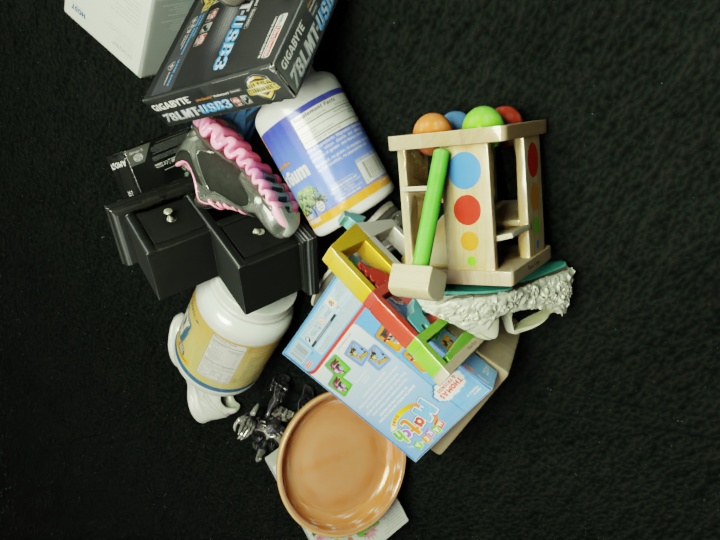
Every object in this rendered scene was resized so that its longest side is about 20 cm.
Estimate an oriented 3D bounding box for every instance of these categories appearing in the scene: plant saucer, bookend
[{"bbox_3d":[-0.028,0.270,0.913,0.204,0.198,0.037,63,160,-10],"label":"plant saucer"},{"bbox_3d":[-0.183,-0.027,0.794,0.199,0.196,0.094,47,150,38],"label":"bookend"}]

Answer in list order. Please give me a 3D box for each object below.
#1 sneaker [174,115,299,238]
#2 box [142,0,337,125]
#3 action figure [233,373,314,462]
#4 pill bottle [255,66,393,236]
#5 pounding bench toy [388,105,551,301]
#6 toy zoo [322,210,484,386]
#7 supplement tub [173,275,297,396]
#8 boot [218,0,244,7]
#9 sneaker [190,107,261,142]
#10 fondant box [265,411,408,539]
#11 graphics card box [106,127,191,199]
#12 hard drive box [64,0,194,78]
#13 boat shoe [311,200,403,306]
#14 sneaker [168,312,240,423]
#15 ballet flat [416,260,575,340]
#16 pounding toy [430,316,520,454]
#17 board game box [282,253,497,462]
[{"bbox_3d":[-0.151,-0.098,0.760,0.096,0.079,0.201,-46,69,11],"label":"sneaker"},{"bbox_3d":[-0.119,-0.257,0.683,0.195,0.204,0.050,0,151,37],"label":"box"},{"bbox_3d":[-0.145,0.259,1.037,0.117,0.103,0.202,31,128,3],"label":"action figure"},{"bbox_3d":[-0.053,-0.154,0.739,0.111,0.112,0.203,-25,99,41],"label":"pill bottle"},{"bbox_3d":[0.092,-0.071,0.609,0.122,0.199,0.161,2,104,33],"label":"pounding bench toy"},{"bbox_3d":[0.044,0.014,0.666,0.200,0.130,0.021,46,124,12],"label":"toy zoo"},{"bbox_3d":[-0.181,0.072,0.931,0.144,0.144,0.201,41,131,8],"label":"supplement tub"},{"bbox_3d":[-0.069,-0.355,0.606,0.172,0.068,0.206,-7,72,48],"label":"boot"},{"bbox_3d":[-0.168,-0.209,0.815,0.066,0.078,0.202,40,129,12],"label":"sneaker"},{"bbox_3d":[-0.034,0.328,0.960,0.204,0.142,0.058,63,159,-9],"label":"fondant box"},{"bbox_3d":[-0.264,-0.087,0.917,0.050,0.125,0.205,-3,113,36],"label":"graphics card box"},{"bbox_3d":[-0.286,-0.379,0.806,0.155,0.077,0.202,40,130,10],"label":"hard drive box"},{"bbox_3d":[0.000,0.000,0.816,0.057,0.066,0.201,46,128,10],"label":"boat shoe"},{"bbox_3d":[-0.263,0.163,1.101,0.097,0.075,0.205,-9,110,18],"label":"sneaker"},{"bbox_3d":[0.145,0.035,0.649,0.071,0.195,0.074,26,120,57],"label":"ballet flat"},{"bbox_3d":[0.068,0.097,0.793,0.182,0.142,0.202,34,126,5],"label":"pounding toy"},{"bbox_3d":[0.027,0.101,0.704,0.199,0.037,0.152,39,126,2],"label":"board game box"}]
